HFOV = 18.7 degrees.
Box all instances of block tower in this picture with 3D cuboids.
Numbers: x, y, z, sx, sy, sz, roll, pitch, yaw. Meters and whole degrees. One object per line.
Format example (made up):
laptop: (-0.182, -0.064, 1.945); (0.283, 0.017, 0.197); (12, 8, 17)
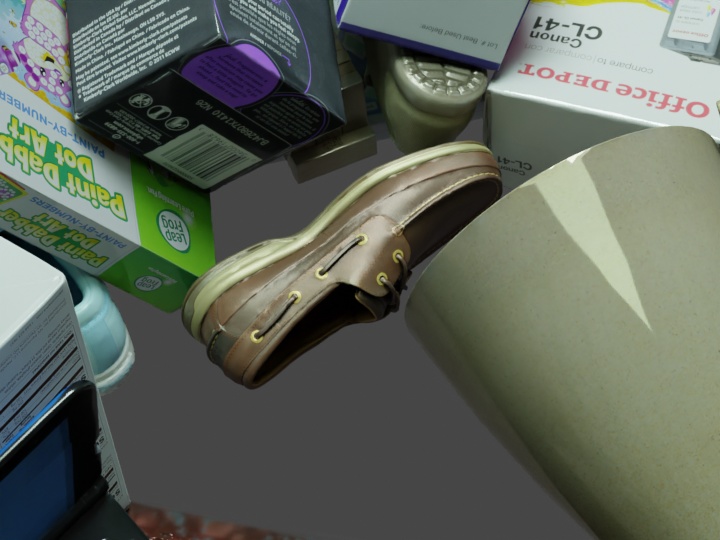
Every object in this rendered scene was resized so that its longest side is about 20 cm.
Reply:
block tower: (-0.054, -0.146, 1.324); (0.054, 0.058, 0.200); (-22, 54, -11)

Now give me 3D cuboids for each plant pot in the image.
plant pot: (0.149, 0.064, 1.104); (0.186, 0.188, 0.201); (-24, 67, -12)

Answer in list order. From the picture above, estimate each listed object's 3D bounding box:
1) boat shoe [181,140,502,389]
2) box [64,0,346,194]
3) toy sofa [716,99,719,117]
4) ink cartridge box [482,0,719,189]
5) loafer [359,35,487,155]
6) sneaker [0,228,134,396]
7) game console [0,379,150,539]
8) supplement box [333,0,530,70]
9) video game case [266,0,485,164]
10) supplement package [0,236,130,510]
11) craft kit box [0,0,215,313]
boat shoe: (0.000, 0.000, 1.226); (0.199, 0.072, 0.068); (-31, 60, -10)
box: (-0.092, -0.166, 1.233); (0.106, 0.122, 0.201); (-24, 56, 27)
toy sofa: (0.258, -0.008, 1.109); (0.097, 0.083, 0.201); (-20, 78, 11)
ink cartridge box: (0.171, -0.134, 1.300); (0.147, 0.086, 0.201); (14, 52, 15)
loafer: (0.032, -0.137, 1.302); (0.075, 0.069, 0.200); (16, 35, -10)
sneaker: (-0.204, -0.012, 1.245); (0.200, 0.082, 0.074); (32, 60, 27)
game console: (-0.159, 0.180, 1.016); (0.200, 0.118, 0.171); (-45, 103, -25)
supplement box: (0.040, -0.220, 1.266); (0.101, 0.104, 0.200); (13, 34, -16)
video game case: (-0.037, -0.146, 1.371); (0.199, 0.022, 0.183); (-12, 51, -3)
supplement package: (-0.244, 0.070, 1.110); (0.191, 0.201, 0.147); (30, 59, 25)
craft kit box: (-0.164, -0.100, 1.218); (0.048, 0.200, 0.199); (-24, 55, 31)
